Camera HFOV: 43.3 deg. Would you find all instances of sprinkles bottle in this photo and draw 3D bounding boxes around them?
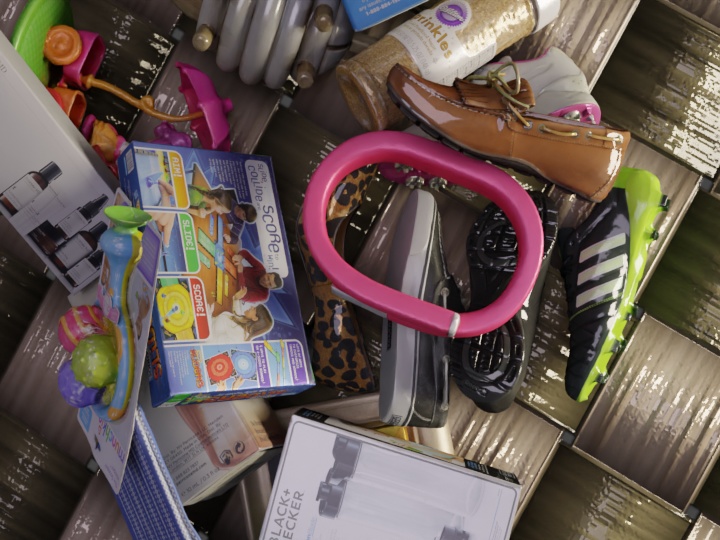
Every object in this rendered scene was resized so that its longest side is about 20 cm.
[{"bbox_3d":[0.075,-0.194,0.767,0.198,0.068,0.069,-35,85,-12],"label":"sprinkles bottle"}]

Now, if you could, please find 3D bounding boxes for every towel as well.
[{"bbox_3d":[-0.173,0.193,0.756,0.024,0.200,0.147,-23,82,-29],"label":"towel"}]

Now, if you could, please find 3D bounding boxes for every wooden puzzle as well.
[{"bbox_3d":[-0.008,0.209,0.804,0.195,0.037,0.190,-11,87,6],"label":"wooden puzzle"}]

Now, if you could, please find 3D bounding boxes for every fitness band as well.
[{"bbox_3d":[0.048,-0.031,0.724,0.196,0.037,0.146,22,79,6],"label":"fitness band"}]

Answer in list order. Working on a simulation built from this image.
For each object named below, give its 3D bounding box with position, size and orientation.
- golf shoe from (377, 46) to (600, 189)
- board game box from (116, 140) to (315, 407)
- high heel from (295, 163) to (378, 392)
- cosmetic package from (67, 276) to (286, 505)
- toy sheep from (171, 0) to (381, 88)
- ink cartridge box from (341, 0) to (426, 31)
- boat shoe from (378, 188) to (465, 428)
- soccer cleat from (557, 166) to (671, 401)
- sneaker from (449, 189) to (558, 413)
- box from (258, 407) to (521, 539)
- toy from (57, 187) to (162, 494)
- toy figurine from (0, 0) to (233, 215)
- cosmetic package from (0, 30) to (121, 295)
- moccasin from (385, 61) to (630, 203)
[{"bbox_3d":[0.105,-0.133,0.794,0.195,0.076,0.093,-14,64,8],"label":"golf shoe"},{"bbox_3d":[-0.115,0.001,0.727,0.034,0.133,0.205,-29,67,46],"label":"board game box"},{"bbox_3d":[0.000,0.000,0.790,0.142,0.071,0.202,37,106,10],"label":"high heel"},{"bbox_3d":[-0.152,0.087,0.778,0.086,0.103,0.202,-34,78,6],"label":"cosmetic package"},{"bbox_3d":[-0.073,-0.218,0.779,0.196,0.138,0.141,22,90,-12],"label":"toy sheep"},{"bbox_3d":[0.026,-0.312,0.704,0.142,0.084,0.204,-20,103,18],"label":"ink cartridge box"},{"bbox_3d":[0.056,0.033,0.787,0.062,0.071,0.205,8,81,-12],"label":"boat shoe"},{"bbox_3d":[0.201,0.009,0.779,0.080,0.067,0.204,18,89,24],"label":"soccer cleat"},{"bbox_3d":[0.123,0.026,0.779,0.074,0.091,0.204,12,68,20],"label":"sneaker"},{"bbox_3d":[0.023,0.200,0.751,0.196,0.060,0.119,17,89,6],"label":"box"},{"bbox_3d":[-0.199,0.049,0.681,0.046,0.115,0.204,7,108,-34],"label":"toy"},{"bbox_3d":[-0.205,-0.122,0.789,0.180,0.150,0.205,16,81,-2],"label":"toy figurine"},{"bbox_3d":[-0.258,-0.086,0.716,0.082,0.051,0.201,-36,111,0],"label":"cosmetic package"},{"bbox_3d":[0.115,-0.120,0.704,0.197,0.074,0.079,21,107,-2],"label":"moccasin"}]
